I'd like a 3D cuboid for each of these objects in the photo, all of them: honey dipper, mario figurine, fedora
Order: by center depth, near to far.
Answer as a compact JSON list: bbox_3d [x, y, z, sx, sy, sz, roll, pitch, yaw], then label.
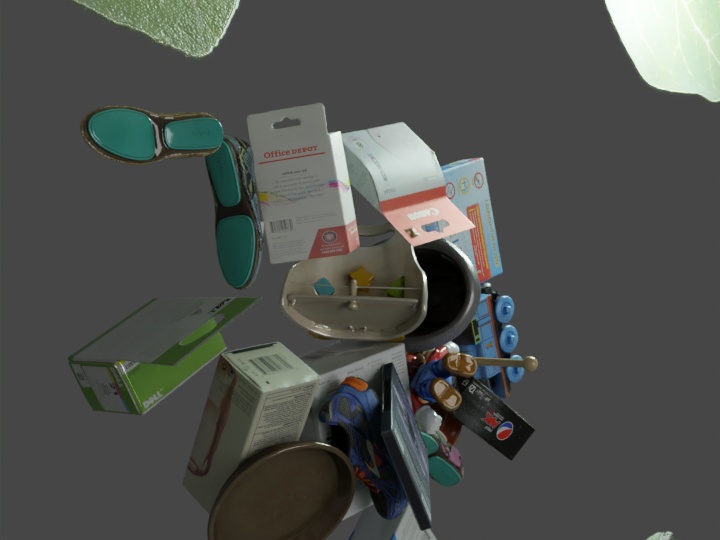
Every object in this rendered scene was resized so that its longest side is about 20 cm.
[{"bbox_3d":[0.115,0.165,1.538,0.123,0.200,0.107,-24,92,-17],"label":"mario figurine"},{"bbox_3d":[0.085,0.039,1.589,0.090,0.199,0.178,40,41,-69],"label":"fedora"},{"bbox_3d":[0.179,0.135,1.602,0.038,0.199,0.038,4,85,-48],"label":"honey dipper"}]

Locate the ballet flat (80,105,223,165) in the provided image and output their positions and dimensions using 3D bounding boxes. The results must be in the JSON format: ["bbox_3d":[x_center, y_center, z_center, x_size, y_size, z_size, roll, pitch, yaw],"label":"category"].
[{"bbox_3d":[-0.257,-0.158,1.274,0.199,0.065,0.071,-2,89,-45],"label":"ballet flat"}]

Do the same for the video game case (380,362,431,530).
[{"bbox_3d":[0.059,0.221,1.371,0.200,0.019,0.144,-87,156,-72],"label":"video game case"}]

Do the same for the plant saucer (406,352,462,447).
[{"bbox_3d":[0.094,0.212,1.677,0.200,0.032,0.202,1,88,-47],"label":"plant saucer"}]

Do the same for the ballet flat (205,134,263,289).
[{"bbox_3d":[-0.154,-0.078,1.388,0.074,0.074,0.201,-14,102,-47],"label":"ballet flat"}]

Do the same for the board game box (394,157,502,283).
[{"bbox_3d":[0.139,-0.065,1.718,0.195,0.056,0.201,-21,104,-47],"label":"board game box"}]

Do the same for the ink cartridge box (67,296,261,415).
[{"bbox_3d":[-0.213,0.096,1.213,0.148,0.199,0.076,-39,117,-41],"label":"ink cartridge box"}]

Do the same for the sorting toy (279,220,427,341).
[{"bbox_3d":[0.000,0.000,1.499,0.107,0.199,0.181,82,12,-59],"label":"sorting toy"}]

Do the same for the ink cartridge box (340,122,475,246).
[{"bbox_3d":[0.068,-0.132,1.559,0.162,0.200,0.057,-18,143,-47],"label":"ink cartridge box"}]

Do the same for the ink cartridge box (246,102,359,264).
[{"bbox_3d":[-0.077,-0.118,1.425,0.067,0.116,0.201,-40,122,-73],"label":"ink cartridge box"}]

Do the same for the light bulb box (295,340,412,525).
[{"bbox_3d":[-0.031,0.217,1.467,0.198,0.124,0.201,-15,101,-48],"label":"light bulb box"}]

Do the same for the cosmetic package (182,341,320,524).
[{"bbox_3d":[-0.137,0.199,1.311,0.103,0.087,0.201,-8,125,-48],"label":"cosmetic package"}]

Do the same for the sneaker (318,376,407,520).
[{"bbox_3d":[-0.001,0.237,1.368,0.078,0.075,0.201,-31,107,-29],"label":"sneaker"}]

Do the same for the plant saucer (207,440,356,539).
[{"bbox_3d":[-0.098,0.285,1.305,0.199,0.029,0.201,-17,128,-23],"label":"plant saucer"}]

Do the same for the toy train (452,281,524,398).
[{"bbox_3d":[0.203,0.123,1.767,0.114,0.086,0.201,-23,108,-37],"label":"toy train"}]

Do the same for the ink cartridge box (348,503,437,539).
[{"bbox_3d":[0.060,0.459,1.580,0.201,0.085,0.147,62,41,-28],"label":"ink cartridge box"}]

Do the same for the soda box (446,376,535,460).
[{"bbox_3d":[0.195,0.227,1.703,0.071,0.063,0.200,-51,129,-2],"label":"soda box"}]

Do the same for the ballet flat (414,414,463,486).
[{"bbox_3d":[0.100,0.261,1.617,0.200,0.069,0.071,47,28,-46],"label":"ballet flat"}]
